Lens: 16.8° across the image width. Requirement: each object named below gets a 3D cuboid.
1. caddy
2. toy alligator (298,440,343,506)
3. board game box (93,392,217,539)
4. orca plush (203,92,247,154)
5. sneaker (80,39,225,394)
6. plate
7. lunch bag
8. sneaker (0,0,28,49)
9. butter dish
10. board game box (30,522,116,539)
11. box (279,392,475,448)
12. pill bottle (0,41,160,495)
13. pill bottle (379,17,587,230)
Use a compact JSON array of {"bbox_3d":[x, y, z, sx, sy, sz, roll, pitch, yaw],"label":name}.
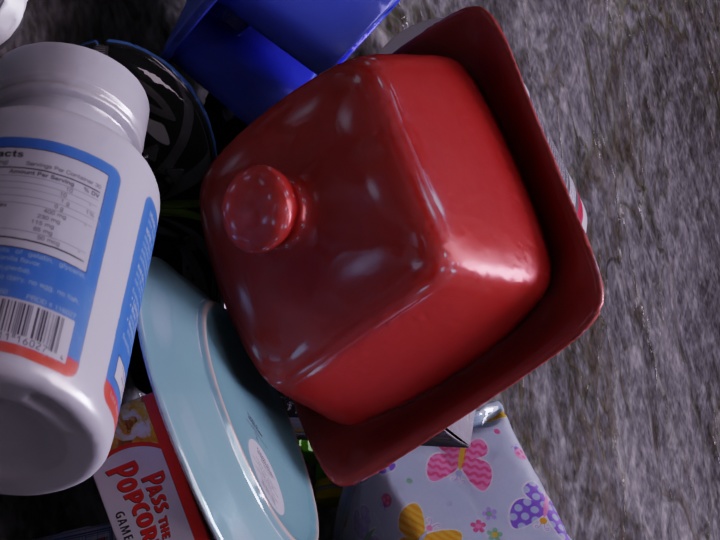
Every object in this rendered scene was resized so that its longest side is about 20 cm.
[{"bbox_3d":[-0.032,-0.168,1.348,0.105,0.141,0.200,44,46,-3],"label":"caddy"},{"bbox_3d":[0.017,0.129,1.557,0.200,0.054,0.059,38,48,-59],"label":"toy alligator"},{"bbox_3d":[-0.067,0.162,1.206,0.151,0.046,0.200,18,51,-79],"label":"board game box"},{"bbox_3d":[-0.054,-0.106,1.408,0.200,0.105,0.071,-65,145,-32],"label":"orca plush"},{"bbox_3d":[-0.113,-0.026,1.302,0.083,0.071,0.200,-45,126,-71],"label":"sneaker"},{"bbox_3d":[-0.059,0.082,1.221,0.200,0.026,0.201,-23,90,-82],"label":"plate"},{"bbox_3d":[0.056,0.209,1.472,0.200,0.127,0.170,103,-34,-55],"label":"lunch bag"},{"bbox_3d":[-0.200,-0.210,1.172,0.090,0.066,0.201,27,59,-66],"label":"sneaker"},{"bbox_3d":[-0.009,-0.021,1.228,0.148,0.200,0.200,14,49,-49],"label":"butter dish"},{"bbox_3d":[-0.107,0.230,1.211,0.200,0.062,0.200,20,59,-68],"label":"board game box"},{"bbox_3d":[0.000,0.000,1.412,0.048,0.158,0.201,39,57,-56],"label":"box"},{"bbox_3d":[-0.154,-0.006,1.141,0.112,0.112,0.200,57,32,-45],"label":"pill bottle"},{"bbox_3d":[0.082,-0.083,1.747,0.200,0.110,0.111,59,31,-43],"label":"pill bottle"}]
